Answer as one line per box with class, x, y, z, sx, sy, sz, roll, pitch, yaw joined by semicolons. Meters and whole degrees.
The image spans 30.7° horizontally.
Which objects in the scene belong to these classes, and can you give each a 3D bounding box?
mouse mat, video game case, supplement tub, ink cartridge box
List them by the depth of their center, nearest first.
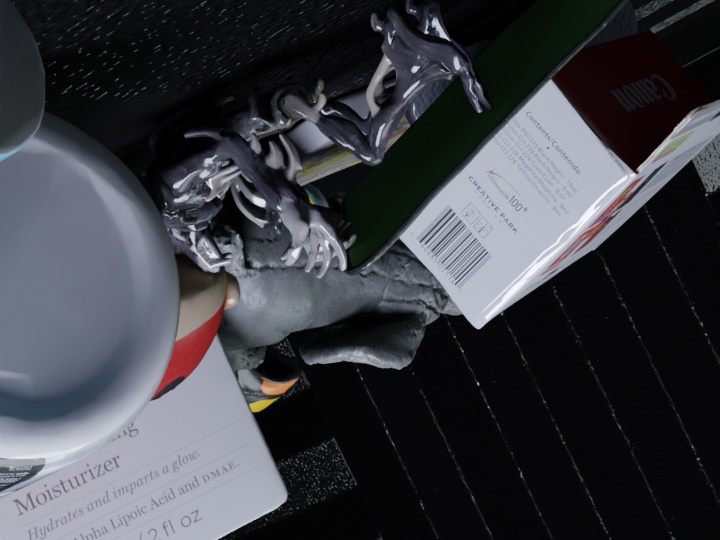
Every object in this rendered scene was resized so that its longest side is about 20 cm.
supplement tub;-0.157;0.028;0.479;0.122;0.124;0.199;-25;179;-37
mouse mat;0.060;-0.087;0.686;0.200;0.008;0.161;-44;-166;11
ink cartridge box;0.137;-0.075;0.767;0.176;0.084;0.199;-46;169;30
video game case;0.003;-0.100;0.936;0.199;0.023;0.181;-26;179;-39

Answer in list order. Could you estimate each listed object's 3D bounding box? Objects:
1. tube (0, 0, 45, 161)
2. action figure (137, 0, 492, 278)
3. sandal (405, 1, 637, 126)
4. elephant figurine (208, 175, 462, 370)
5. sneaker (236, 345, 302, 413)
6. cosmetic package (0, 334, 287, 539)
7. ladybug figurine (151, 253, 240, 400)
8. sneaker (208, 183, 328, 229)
tube;-0.165;-0.015;0.340;0.199;0.051;0.077;-24;158;31
action figure;-0.033;-0.045;0.617;0.198;0.103;0.119;-28;-170;10
sandal;0.104;-0.129;0.871;0.199;0.077;0.043;-25;-155;-31
elephant figurine;0.000;0.000;0.840;0.197;0.143;0.156;8;-141;-6
sneaker;-0.124;0.039;0.993;0.089;0.200;0.070;-29;-141;19
cosmetic package;-0.175;0.088;0.800;0.164;0.202;0.165;-25;179;-26
ladybug figurine;-0.157;0.033;0.657;0.197;0.073;0.136;-8;-162;-2
sneaker;-0.113;-0.010;1.033;0.199;0.080;0.131;-36;-179;-3
